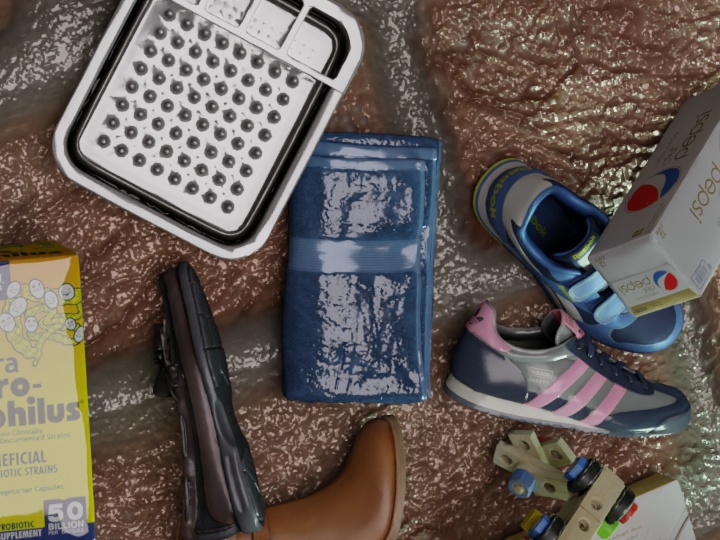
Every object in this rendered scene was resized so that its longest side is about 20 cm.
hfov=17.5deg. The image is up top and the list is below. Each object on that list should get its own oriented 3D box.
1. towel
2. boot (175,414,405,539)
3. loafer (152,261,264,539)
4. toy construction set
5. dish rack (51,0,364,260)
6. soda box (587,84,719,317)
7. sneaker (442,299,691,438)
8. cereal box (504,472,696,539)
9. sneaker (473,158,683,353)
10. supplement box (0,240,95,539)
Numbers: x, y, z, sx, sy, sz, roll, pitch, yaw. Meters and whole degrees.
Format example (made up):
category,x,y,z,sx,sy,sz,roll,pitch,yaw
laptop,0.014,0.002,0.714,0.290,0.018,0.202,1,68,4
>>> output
category,x,y,z,sx,sy,sz,roll,pitch,yaw
towel,0.000,0.000,1.714,0.111,0.049,0.201,2,96,-17
boot,-0.056,0.189,1.714,0.154,0.074,0.201,15,89,-14
loafer,-0.122,0.095,1.670,0.063,0.072,0.201,-17,82,6
toy construction set,0.130,0.201,1.712,0.092,0.131,0.201,29,53,-11
dish rack,-0.109,-0.125,1.667,0.171,0.044,0.201,28,87,-8
soda box,0.246,-0.057,1.734,0.064,0.068,0.200,50,49,-16
sneaker,0.166,0.074,1.765,0.199,0.070,0.082,9,107,-19
cereal box,0.207,0.276,1.820,0.143,0.040,0.201,-22,102,-16
sneaker,0.171,-0.003,1.758,0.200,0.082,0.074,39,83,-19
supplement box,-0.250,0.086,1.621,0.108,0.109,0.201,-5,97,-17
